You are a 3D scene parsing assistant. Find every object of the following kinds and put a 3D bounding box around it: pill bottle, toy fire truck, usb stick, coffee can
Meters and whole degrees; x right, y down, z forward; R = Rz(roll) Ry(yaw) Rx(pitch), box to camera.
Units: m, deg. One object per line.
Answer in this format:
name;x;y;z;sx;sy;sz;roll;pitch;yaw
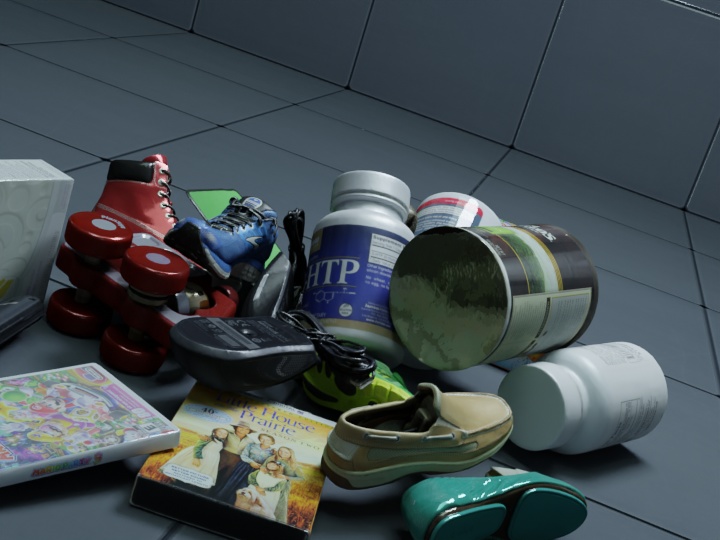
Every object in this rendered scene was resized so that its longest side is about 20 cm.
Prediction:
pill bottle;0.000;0.000;1.211;0.118;0.202;0.120;7;-21;3
toy fire truck;-0.212;0.016;1.130;0.199;0.113;0.167;29;22;28
pill bottle;0.093;0.014;1.327;0.119;0.120;0.201;20;51;7
usb stick;-0.344;0.062;0.975;0.055;0.033;0.200;-17;11;14
pill bottle;0.242;0.141;1.210;0.199;0.115;0.114;-1;25;-47
coffee can;0.146;0.025;1.175;0.146;0.148;0.199;30;20;33

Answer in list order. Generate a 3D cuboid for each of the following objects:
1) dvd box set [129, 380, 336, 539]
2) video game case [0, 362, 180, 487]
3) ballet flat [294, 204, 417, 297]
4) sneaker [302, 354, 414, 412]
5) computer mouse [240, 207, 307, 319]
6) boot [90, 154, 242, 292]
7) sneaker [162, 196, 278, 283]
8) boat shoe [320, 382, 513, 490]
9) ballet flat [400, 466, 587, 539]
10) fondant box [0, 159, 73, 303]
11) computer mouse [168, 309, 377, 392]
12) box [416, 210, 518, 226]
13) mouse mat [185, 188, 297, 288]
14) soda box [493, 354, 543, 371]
dvd box set;-0.098;0.163;0.942;0.145;0.030;0.200;19;18;1
video game case;-0.264;0.121;0.872;0.199;0.018;0.143;-7;25;-43
ballet flat;-0.009;-0.008;1.323;0.046;0.200;0.067;47;12;-13
sneaker;0.026;0.129;1.097;0.083;0.075;0.199;-4;28;-42
computer mouse;-0.098;0.041;1.211;0.046;0.141;0.201;8;55;6
boot;-0.216;-0.057;1.286;0.198;0.145;0.072;19;-15;2
sneaker;-0.141;-0.043;1.169;0.078;0.090;0.200;31;5;12
boat shoe;0.061;0.134;0.961;0.199;0.077;0.072;-12;37;-36
ballet flat;0.116;0.202;0.972;0.199;0.068;0.070;3;28;-37
fondant box;-0.380;-0.029;1.047;0.058;0.145;0.199;29;20;29
computer mouse;-0.094;0.084;1.039;0.199;0.053;0.138;3;21;-41
box;0.157;-0.006;1.560;0.191;0.123;0.200;21;17;10
mouse mat;-0.140;-0.037;1.367;0.161;0.008;0.200;54;11;3
soda box;0.156;0.072;1.421;0.199;0.064;0.068;23;18;12
